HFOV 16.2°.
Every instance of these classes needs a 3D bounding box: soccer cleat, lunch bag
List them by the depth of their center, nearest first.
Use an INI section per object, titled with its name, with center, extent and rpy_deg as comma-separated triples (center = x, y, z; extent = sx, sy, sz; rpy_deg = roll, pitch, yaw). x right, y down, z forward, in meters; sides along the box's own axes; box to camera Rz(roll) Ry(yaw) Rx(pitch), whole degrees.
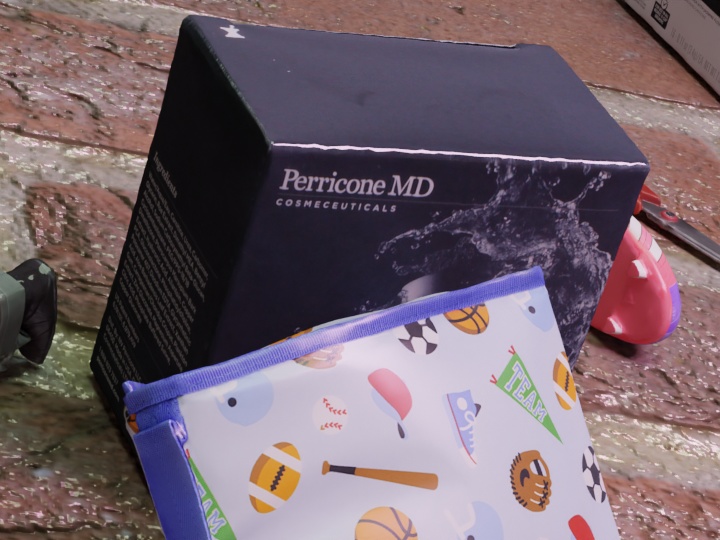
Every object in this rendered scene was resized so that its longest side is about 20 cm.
[lunch bag]
center = -0.001, 0.104, 1.016
extent = 0.200, 0.124, 0.171
rpy_deg = -17, 87, -49
[soccer cleat]
center = 0.126, -0.027, 1.441
extent = 0.076, 0.067, 0.200
rpy_deg = -2, 32, -41

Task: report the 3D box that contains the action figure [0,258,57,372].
[action figure]
center = -0.222, 0.035, 1.132
extent = 0.130, 0.070, 0.200
rpy_deg = 37, 37, 18

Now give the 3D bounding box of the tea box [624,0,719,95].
[tea box]
center = 0.302, -0.230, 1.752
extent = 0.133, 0.198, 0.200
rpy_deg = 0, 33, -30

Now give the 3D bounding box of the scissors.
[scissors]
center = 0.173, -0.035, 1.535
extent = 0.073, 0.014, 0.200
rpy_deg = -2, 36, -37

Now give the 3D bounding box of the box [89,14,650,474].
[box]
center = 0.000, 0.000, 1.177
extent = 0.196, 0.201, 0.118
rpy_deg = 1, 33, -27
